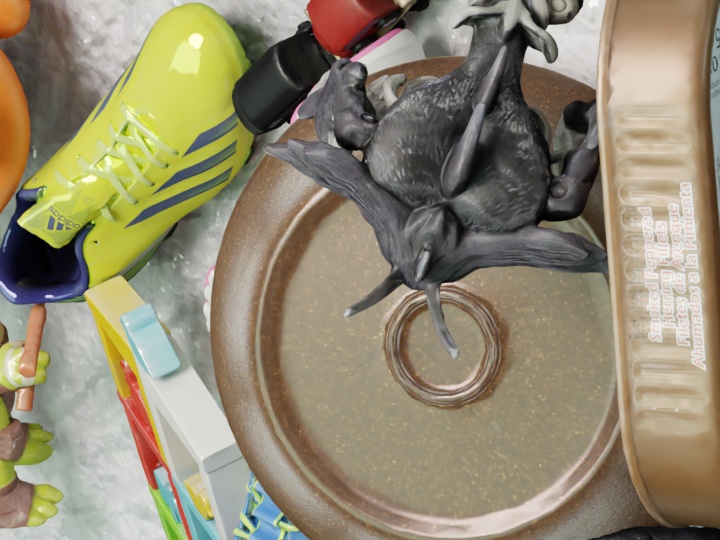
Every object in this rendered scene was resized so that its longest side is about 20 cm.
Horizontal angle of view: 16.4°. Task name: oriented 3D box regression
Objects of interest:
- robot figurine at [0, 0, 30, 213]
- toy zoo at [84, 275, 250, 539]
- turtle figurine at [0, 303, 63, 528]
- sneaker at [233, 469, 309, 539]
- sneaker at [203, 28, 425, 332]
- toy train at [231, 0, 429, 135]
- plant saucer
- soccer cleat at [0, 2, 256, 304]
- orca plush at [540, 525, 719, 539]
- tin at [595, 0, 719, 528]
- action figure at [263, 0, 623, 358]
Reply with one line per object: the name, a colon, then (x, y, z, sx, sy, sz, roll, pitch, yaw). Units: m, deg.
robot figurine: (-0.211, -0.066, 1.132, 0.200, 0.116, 0.144, -144, 60, -77)
toy zoo: (-0.074, 0.090, 1.109, 0.131, 0.020, 0.200, 49, 159, 47)
turtle figurine: (-0.186, 0.047, 1.221, 0.200, 0.064, 0.161, -131, 26, -53)
sneaker: (-0.017, 0.107, 0.999, 0.076, 0.105, 0.200, 27, 158, 23)
sneaker: (0.000, 0.000, 0.988, 0.087, 0.074, 0.200, 49, 141, 19)
toy train: (0.002, -0.103, 0.947, 0.034, 0.046, 0.200, 58, 143, 7)
plant saucer: (0.034, 0.025, 0.885, 0.200, 0.037, 0.201, 2, 96, 18)
soccer cleat: (-0.104, -0.042, 1.082, 0.065, 0.084, 0.200, 54, 143, 11)
orca plush: (0.112, 0.123, 0.861, 0.071, 0.200, 0.105, -131, 52, -59)
tin: (0.115, -0.014, 0.796, 0.042, 0.112, 0.200, 4, 108, 33)
action figure: (0.042, -0.061, 0.811, 0.119, 0.200, 0.102, 19, 164, 5)
